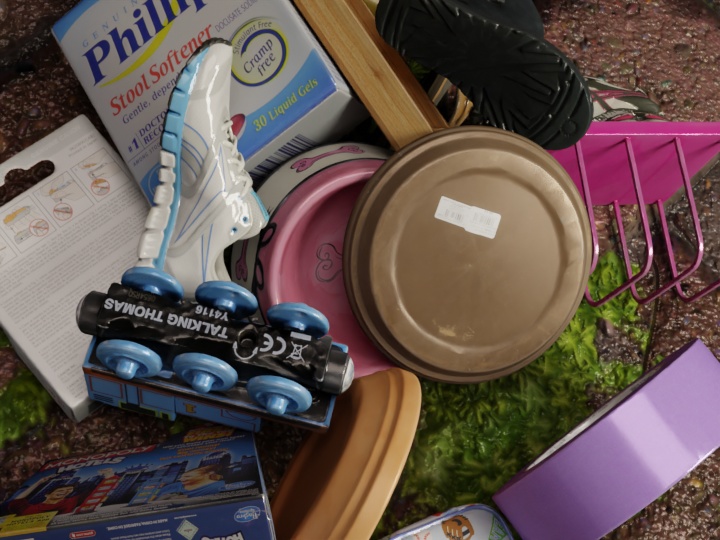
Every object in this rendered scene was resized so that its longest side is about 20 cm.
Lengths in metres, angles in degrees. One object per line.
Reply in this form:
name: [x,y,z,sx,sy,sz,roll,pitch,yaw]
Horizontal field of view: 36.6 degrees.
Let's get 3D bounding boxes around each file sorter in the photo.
file sorter: [0.214,-0.041,0.943,0.199,0.139,0.126,-2,69,-14]

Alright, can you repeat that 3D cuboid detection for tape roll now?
tape roll: [0.197,0.138,0.829,0.200,0.200,0.066,-33,77,-23]

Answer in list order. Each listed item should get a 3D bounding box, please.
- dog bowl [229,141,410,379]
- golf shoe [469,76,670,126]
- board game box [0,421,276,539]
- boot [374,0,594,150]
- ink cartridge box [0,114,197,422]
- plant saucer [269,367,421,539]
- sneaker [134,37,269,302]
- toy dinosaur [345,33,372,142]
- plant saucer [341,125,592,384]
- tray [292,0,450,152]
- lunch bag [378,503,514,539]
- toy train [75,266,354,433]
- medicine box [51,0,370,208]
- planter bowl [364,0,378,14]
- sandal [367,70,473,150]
dog bowl: [0.000,0.000,0.861,0.199,0.074,0.202,-3,99,-17]
golf shoe: [0.193,-0.141,1.027,0.199,0.077,0.088,5,46,-13]
board game box: [-0.141,0.164,0.769,0.199,0.200,0.062,-9,98,7]
boot: [0.125,-0.186,0.901,0.200,0.077,0.168,34,31,14]
ink cartridge box: [-0.225,-0.004,0.878,0.162,0.057,0.200,-38,76,-23]
plant saucer: [-0.024,0.153,0.770,0.037,0.200,0.201,30,64,-10]
sneaker: [-0.105,-0.067,0.799,0.086,0.075,0.201,14,107,4]
toy dinosaur: [-0.056,-0.166,0.976,0.135,0.102,0.202,6,88,5]
plant saucer: [0.085,-0.008,0.824,0.199,0.029,0.202,-2,100,-11]
tray: [-0.002,-0.181,0.869,0.037,0.099,0.201,-35,88,16]
lunch bag: [0.043,0.276,0.807,0.199,0.076,0.161,-20,76,-21]
toy train: [-0.105,0.063,0.781,0.199,0.114,0.087,13,59,0]
medicine box: [-0.120,-0.164,0.892,0.182,0.103,0.201,-36,77,13]
planter bowl: [0.046,-0.326,1.054,0.199,0.084,0.202,5,66,-11]
sandal: [0.079,-0.161,1.007,0.055,0.082,0.200,47,57,-12]
